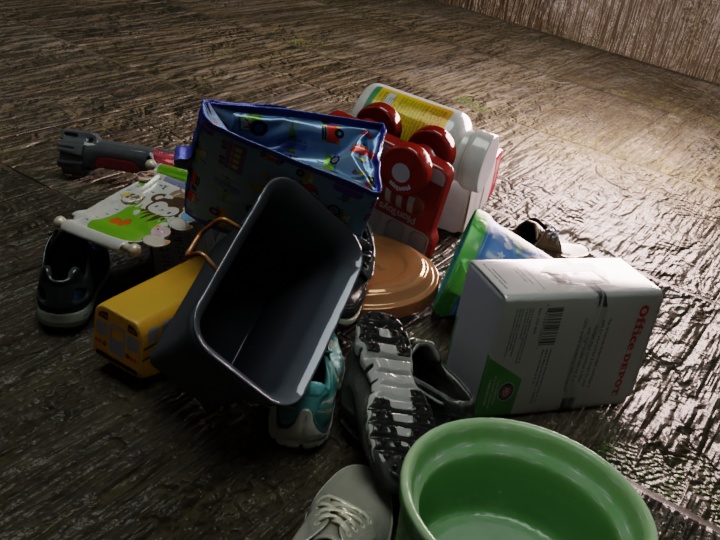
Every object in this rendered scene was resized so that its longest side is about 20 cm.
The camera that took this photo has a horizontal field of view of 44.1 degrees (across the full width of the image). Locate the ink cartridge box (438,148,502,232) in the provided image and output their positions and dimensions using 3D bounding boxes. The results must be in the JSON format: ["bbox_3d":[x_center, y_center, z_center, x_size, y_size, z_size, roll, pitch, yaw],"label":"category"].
[{"bbox_3d":[0.127,-0.148,1.400,0.145,0.084,0.200,18,28,14],"label":"ink cartridge box"}]

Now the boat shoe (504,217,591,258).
[{"bbox_3d":[0.242,-0.031,1.232,0.198,0.073,0.072,-2,30,-24],"label":"boat shoe"}]

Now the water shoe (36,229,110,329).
[{"bbox_3d":[-0.313,-0.014,0.984,0.071,0.080,0.201,3,28,-15],"label":"water shoe"}]

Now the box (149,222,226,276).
[{"bbox_3d":[-0.137,-0.065,1.094,0.174,0.098,0.200,7,29,15],"label":"box"}]

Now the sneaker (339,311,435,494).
[{"bbox_3d":[0.020,0.135,0.824,0.066,0.091,0.201,11,37,-17],"label":"sneaker"}]

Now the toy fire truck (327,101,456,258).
[{"bbox_3d":[0.026,-0.118,1.183,0.198,0.169,0.112,26,31,16],"label":"toy fire truck"}]

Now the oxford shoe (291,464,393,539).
[{"bbox_3d":[-0.018,0.209,0.698,0.074,0.058,0.200,14,25,14],"label":"oxford shoe"}]

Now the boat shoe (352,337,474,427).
[{"bbox_3d":[0.060,0.103,0.905,0.071,0.072,0.200,-2,28,-34],"label":"boat shoe"}]

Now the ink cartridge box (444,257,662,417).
[{"bbox_3d":[0.204,0.069,0.951,0.198,0.147,0.084,-1,28,-23],"label":"ink cartridge box"}]

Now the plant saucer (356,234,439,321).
[{"bbox_3d":[0.000,0.000,1.106,0.198,0.033,0.201,4,28,-2],"label":"plant saucer"}]

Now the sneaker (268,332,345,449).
[{"bbox_3d":[-0.047,0.091,0.885,0.076,0.080,0.201,7,27,-7],"label":"sneaker"}]

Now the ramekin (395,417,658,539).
[{"bbox_3d":[0.118,0.215,0.691,0.197,0.099,0.201,9,27,-5],"label":"ramekin"}]

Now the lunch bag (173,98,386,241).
[{"bbox_3d":[-0.090,-0.088,0.894,0.198,0.151,0.095,12,55,-11],"label":"lunch bag"}]

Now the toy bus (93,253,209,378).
[{"bbox_3d":[-0.185,0.041,0.928,0.065,0.079,0.200,23,30,22],"label":"toy bus"}]

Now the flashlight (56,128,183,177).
[{"bbox_3d":[-0.324,-0.146,1.255,0.197,0.068,0.068,8,61,2],"label":"flashlight"}]

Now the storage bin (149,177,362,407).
[{"bbox_3d":[-0.113,0.028,0.833,0.145,0.134,0.201,41,50,-22],"label":"storage bin"}]

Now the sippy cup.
[{"bbox_3d":[0.171,0.013,1.076,0.129,0.140,0.179,24,53,2],"label":"sippy cup"}]

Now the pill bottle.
[{"bbox_3d":[0.089,-0.182,1.258,0.198,0.114,0.113,22,29,16],"label":"pill bottle"}]

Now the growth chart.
[{"bbox_3d":[-0.236,-0.072,0.990,0.143,0.018,0.200,12,32,22],"label":"growth chart"}]

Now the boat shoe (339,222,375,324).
[{"bbox_3d":[-0.015,-0.020,1.017,0.074,0.066,0.200,26,31,-9],"label":"boat shoe"}]
